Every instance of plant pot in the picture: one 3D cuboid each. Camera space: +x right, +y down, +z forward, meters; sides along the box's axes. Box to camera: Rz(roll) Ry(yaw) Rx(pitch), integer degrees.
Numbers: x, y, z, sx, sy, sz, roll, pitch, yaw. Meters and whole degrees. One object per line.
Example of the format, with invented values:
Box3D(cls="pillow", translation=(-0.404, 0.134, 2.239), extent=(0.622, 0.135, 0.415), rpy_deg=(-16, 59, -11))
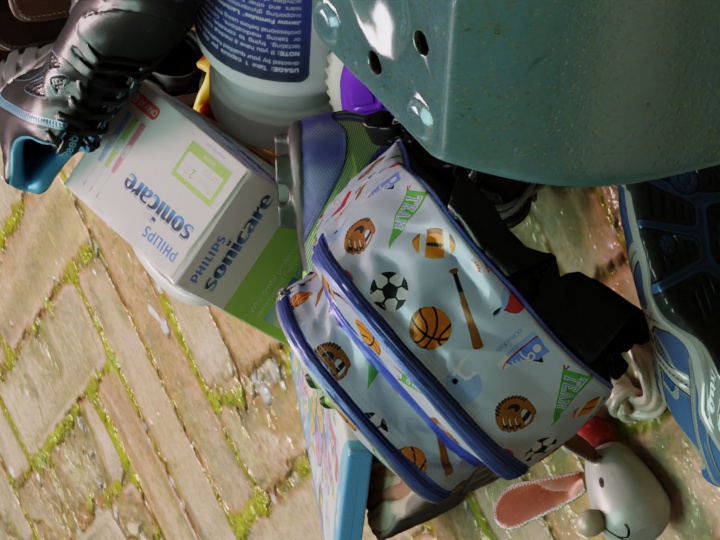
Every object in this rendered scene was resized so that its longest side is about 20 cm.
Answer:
Box3D(cls="plant pot", translation=(0.088, -0.155, 1.331), extent=(0.196, 0.199, 0.197), rpy_deg=(49, 149, 38))

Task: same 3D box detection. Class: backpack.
Box3D(cls="backpack", translation=(0.046, 0.026, 1.479), extent=(0.200, 0.154, 0.191), rpy_deg=(42, 179, -4))

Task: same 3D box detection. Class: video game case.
Box3D(cls="video game case", translation=(-0.021, 0.089, 1.885), extent=(0.143, 0.018, 0.200), rpy_deg=(97, 166, -46))

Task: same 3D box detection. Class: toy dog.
Box3D(cls="toy dog", translation=(0.087, 0.082, 1.652), extent=(0.200, 0.096, 0.132), rpy_deg=(37, 141, 50))

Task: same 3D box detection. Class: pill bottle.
Box3D(cls="pill bottle", translation=(-0.040, -0.174, 1.683), extent=(0.116, 0.115, 0.200), rpy_deg=(49, 149, 36))

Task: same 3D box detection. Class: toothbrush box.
Box3D(cls="toothbrush box", translation=(-0.059, -0.019, 1.751), extent=(0.086, 0.200, 0.146), rpy_deg=(-57, 42, 6))

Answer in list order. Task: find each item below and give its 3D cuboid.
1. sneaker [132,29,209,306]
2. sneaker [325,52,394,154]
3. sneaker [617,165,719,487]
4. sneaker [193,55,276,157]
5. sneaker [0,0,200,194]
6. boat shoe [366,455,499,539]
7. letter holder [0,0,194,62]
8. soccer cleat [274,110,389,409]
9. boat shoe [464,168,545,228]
Box3D(cls="sneaker", translation=(-0.128, -0.079, 1.961), extent=(0.099, 0.070, 0.201), rpy_deg=(112, 146, -64))
Box3D(cls="sneaker", translation=(0.036, -0.121, 1.621), extent=(0.100, 0.069, 0.201), rpy_deg=(49, 150, 37))
Box3D(cls="sneaker", translation=(0.169, 0.026, 1.459), extent=(0.077, 0.076, 0.201), rpy_deg=(-17, 93, 61))
Box3D(cls="sneaker", translation=(-0.083, -0.084, 1.890), extent=(0.073, 0.077, 0.200), rpy_deg=(50, 156, 33))
Box3D(cls="sneaker", translation=(-0.154, -0.112, 1.693), extent=(0.200, 0.073, 0.082), rpy_deg=(-37, 46, 51))
Box3D(cls="boat shoe", translation=(0.039, 0.114, 1.807), extent=(0.072, 0.076, 0.200), rpy_deg=(66, 154, 9))
Box3D(cls="letter holder", translation=(-0.145, -0.195, 1.779), extent=(0.100, 0.199, 0.143), rpy_deg=(21, 128, 58))
Box3D(cls="soccer cleat", translation=(0.000, 0.000, 1.649), extent=(0.065, 0.083, 0.201), rpy_deg=(-94, -3, -58))
Box3D(cls="boat shoe", translation=(0.074, -0.058, 1.616), extent=(0.071, 0.072, 0.200), rpy_deg=(56, 165, 7))
